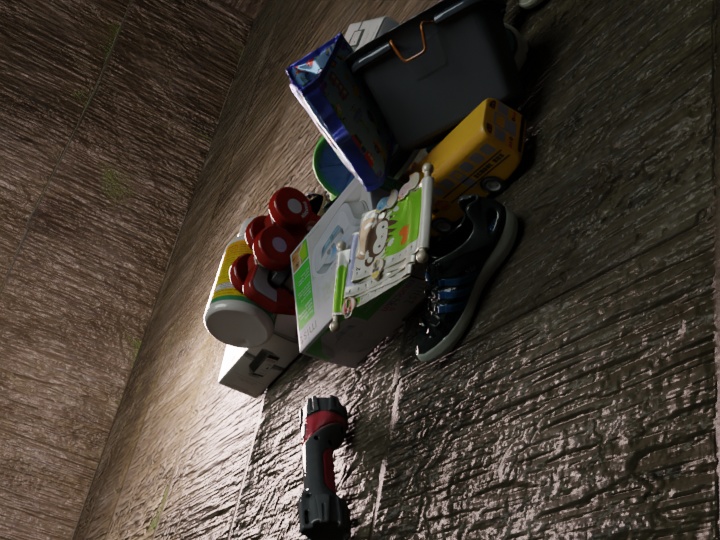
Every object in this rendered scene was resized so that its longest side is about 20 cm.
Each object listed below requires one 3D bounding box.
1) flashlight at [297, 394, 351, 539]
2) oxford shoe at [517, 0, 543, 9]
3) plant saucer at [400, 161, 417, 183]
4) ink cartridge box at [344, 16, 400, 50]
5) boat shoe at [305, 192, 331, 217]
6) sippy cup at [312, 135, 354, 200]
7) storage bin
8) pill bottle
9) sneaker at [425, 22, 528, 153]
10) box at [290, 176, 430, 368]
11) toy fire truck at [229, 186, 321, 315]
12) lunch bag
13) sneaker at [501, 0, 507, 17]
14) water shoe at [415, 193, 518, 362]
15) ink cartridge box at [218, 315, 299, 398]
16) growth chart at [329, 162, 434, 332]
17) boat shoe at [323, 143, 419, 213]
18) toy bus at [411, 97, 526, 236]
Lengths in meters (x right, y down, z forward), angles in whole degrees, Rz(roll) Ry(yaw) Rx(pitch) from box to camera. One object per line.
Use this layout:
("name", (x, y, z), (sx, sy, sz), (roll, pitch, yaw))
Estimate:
("flashlight", (-0.042, 0.249, 1.116), (0.067, 0.068, 0.201), (-24, 37, 10))
("oxford shoe", (0.256, -0.422, 1.129), (0.200, 0.057, 0.076), (-51, 28, 42))
("plant saucer", (0.027, -0.075, 1.326), (0.200, 0.032, 0.202), (-45, 33, 41))
("ink cartridge box", (0.053, -0.329, 1.416), (0.085, 0.145, 0.200), (-65, 19, 4))
("boat shoe", (-0.069, -0.109, 1.583), (0.073, 0.072, 0.200), (-64, 19, 3))
("sippy cup", (0.000, -0.201, 1.448), (0.177, 0.140, 0.131), (-24, 27, 26))
("storage bin", (0.100, -0.239, 1.086), (0.199, 0.136, 0.145), (-24, -2, 25))
("pill bottle", (-0.176, 0.014, 1.440), (0.113, 0.112, 0.202), (-44, 27, 45))
("sneaker", (0.139, -0.240, 1.184), (0.201, 0.079, 0.078), (-59, 20, 21))
("box", (0.000, 0.000, 1.194), (0.200, 0.096, 0.178), (-46, 37, 37))
("toy fire truck", (-0.096, -0.016, 1.362), (0.112, 0.167, 0.201), (-41, 25, 46))
("lunch bag", (-0.019, -0.192, 1.113), (0.093, 0.151, 0.200), (-30, 22, 10))
("sneaker", (0.168, -0.333, 1.213), (0.201, 0.090, 0.067), (-50, 15, 11))
("water shoe", (0.098, 0.006, 1.002), (0.201, 0.078, 0.072), (-62, 20, 12))
("ink cartridge box", (-0.163, 0.108, 1.559), (0.200, 0.082, 0.148), (-47, 26, 42))
("growth chart", (0.025, -0.029, 1.054), (0.200, 0.018, 0.146), (-38, 41, 43))
("boat shoe", (0.018, -0.139, 1.258), (0.200, 0.066, 0.075), (-49, 7, 26))
("toy bus", (0.123, -0.120, 1.086), (0.200, 0.078, 0.066), (-40, 31, 51))
